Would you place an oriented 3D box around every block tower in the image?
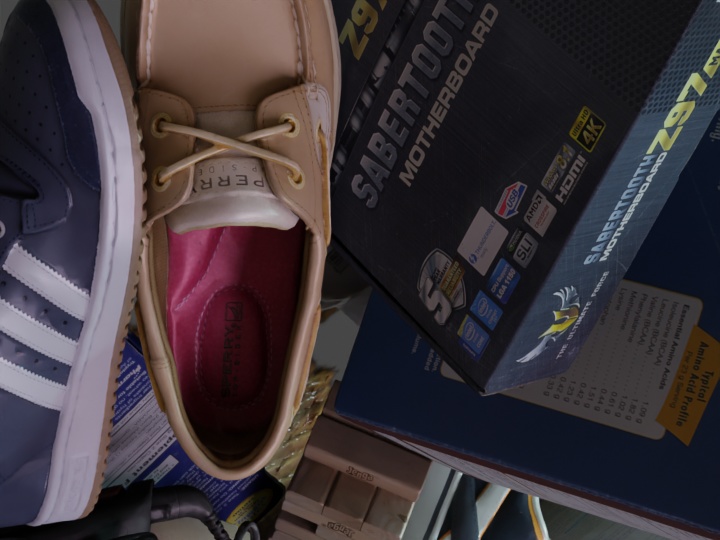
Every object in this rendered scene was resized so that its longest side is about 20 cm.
[{"bbox_3d":[-0.014,0.127,0.874,0.200,0.057,0.054,107,7,-56],"label":"block tower"}]

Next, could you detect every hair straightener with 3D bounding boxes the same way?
[{"bbox_3d":[-0.119,0.111,0.668,0.199,0.077,0.041,-2,113,-31],"label":"hair straightener"}]

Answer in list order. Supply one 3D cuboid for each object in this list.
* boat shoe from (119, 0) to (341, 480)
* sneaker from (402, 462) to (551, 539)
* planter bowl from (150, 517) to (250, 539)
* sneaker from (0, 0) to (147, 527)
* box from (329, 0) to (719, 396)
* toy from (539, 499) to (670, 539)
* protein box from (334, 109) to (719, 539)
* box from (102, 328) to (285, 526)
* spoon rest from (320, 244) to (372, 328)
[{"bbox_3d":[-0.039,-0.027,0.606,0.073,0.069,0.202,-4,112,-3],"label":"boat shoe"},{"bbox_3d":[0.048,0.154,0.934,0.078,0.079,0.201,102,12,-80],"label":"sneaker"},{"bbox_3d":[-0.110,0.206,0.764,0.199,0.135,0.201,-18,151,-10],"label":"planter bowl"},{"bbox_3d":[-0.133,0.007,0.601,0.108,0.070,0.201,-8,126,-27],"label":"sneaker"},{"bbox_3d":[0.043,-0.086,0.614,0.051,0.158,0.201,-10,137,-45],"label":"box"},{"bbox_3d":[0.144,0.129,1.004,0.115,0.048,0.200,-29,-168,-29],"label":"toy"},{"bbox_3d":[0.130,0.000,0.726,0.135,0.199,0.200,31,76,-61],"label":"protein box"},{"bbox_3d":[-0.111,0.091,0.776,0.121,0.032,0.200,-42,150,-4],"label":"box"},{"bbox_3d":[0.000,0.000,0.790,0.099,0.061,0.200,-42,138,-6],"label":"spoon rest"}]
